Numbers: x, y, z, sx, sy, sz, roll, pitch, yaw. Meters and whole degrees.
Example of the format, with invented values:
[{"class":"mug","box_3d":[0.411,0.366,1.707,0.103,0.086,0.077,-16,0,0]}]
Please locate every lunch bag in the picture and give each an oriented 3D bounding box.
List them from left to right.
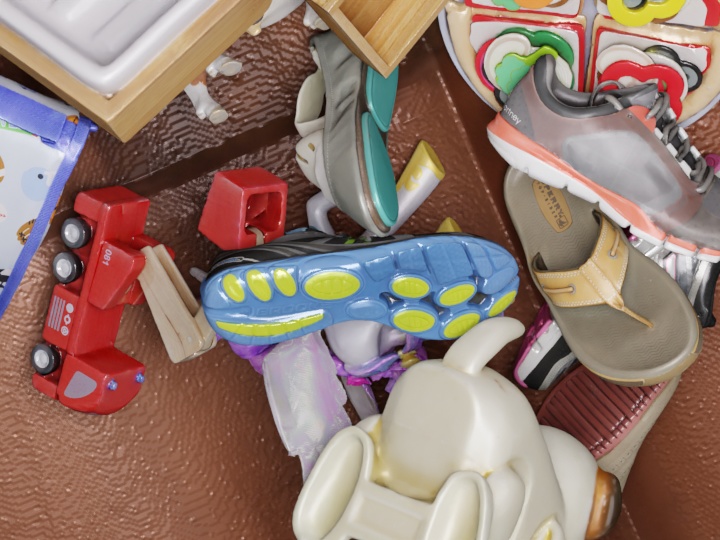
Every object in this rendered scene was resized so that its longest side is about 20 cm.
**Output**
[{"class":"lunch bag","box_3d":[-0.266,-0.069,1.702,0.169,0.124,0.200,23,146,-7]}]

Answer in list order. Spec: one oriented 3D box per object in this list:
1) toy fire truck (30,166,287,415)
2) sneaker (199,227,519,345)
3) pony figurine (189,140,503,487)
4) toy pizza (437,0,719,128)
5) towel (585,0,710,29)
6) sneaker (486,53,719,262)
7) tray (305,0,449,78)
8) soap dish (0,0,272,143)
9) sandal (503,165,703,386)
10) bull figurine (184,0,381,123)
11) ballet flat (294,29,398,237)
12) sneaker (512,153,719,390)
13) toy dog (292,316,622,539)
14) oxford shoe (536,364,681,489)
[{"class":"toy fire truck","box_3d":[-0.132,0.013,1.763,0.141,0.049,0.201,26,111,29]},{"class":"sneaker","box_3d":[0.000,0.000,1.675,0.198,0.083,0.071,-4,118,-6]},{"class":"pony figurine","box_3d":[-0.005,0.038,1.772,0.199,0.166,0.194,-33,74,14]},{"class":"toy pizza","box_3d":[0.144,-0.156,1.715,0.199,0.032,0.201,7,128,10]},{"class":"towel","box_3d":[0.194,-0.220,1.725,0.199,0.050,0.148,34,113,-11]},{"class":"sneaker","box_3d":[0.180,-0.071,1.700,0.199,0.077,0.082,26,107,1]},{"class":"tray","box_3d":[0.050,-0.220,1.629,0.037,0.099,0.200,39,88,29]},{"class":"soap dish","box_3d":[-0.161,-0.178,1.652,0.157,0.200,0.081,-45,150,-19]},{"class":"sandal","box_3d":[0.143,-0.008,1.727,0.080,0.201,0.054,-35,148,9]},{"class":"bull figurine","box_3d":[-0.052,-0.184,1.711,0.199,0.122,0.065,-29,147,18]},{"class":"ballet flat","box_3d":[-0.010,-0.083,1.696,0.063,0.201,0.068,-16,128,14]},{"class":"sneaker","box_3d":[0.188,0.020,1.789,0.200,0.074,0.087,-44,98,9]},{"class":"toy dog","box_3d":[0.075,0.134,1.717,0.139,0.200,0.195,7,79,34]},{"class":"oxford shoe","box_3d":[0.153,0.128,1.843,0.075,0.071,0.200,32,106,-39]}]
